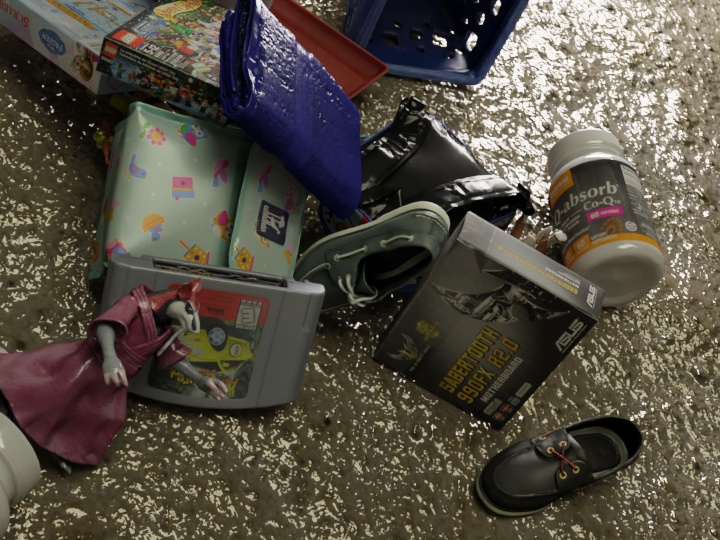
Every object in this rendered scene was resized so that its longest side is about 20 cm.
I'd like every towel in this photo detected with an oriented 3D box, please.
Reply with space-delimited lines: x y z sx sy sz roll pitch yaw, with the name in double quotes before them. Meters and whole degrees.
"towel" -0.067 -0.152 1.166 0.200 0.049 0.149 41 40 -47

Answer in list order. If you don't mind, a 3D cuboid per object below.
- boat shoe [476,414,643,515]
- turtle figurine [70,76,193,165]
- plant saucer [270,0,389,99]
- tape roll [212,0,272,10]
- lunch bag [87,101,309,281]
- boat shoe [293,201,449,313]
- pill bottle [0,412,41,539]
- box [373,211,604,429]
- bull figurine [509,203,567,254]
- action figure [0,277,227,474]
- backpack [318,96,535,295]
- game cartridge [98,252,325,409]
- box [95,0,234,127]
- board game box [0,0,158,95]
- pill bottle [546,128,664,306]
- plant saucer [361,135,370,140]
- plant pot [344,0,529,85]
"boat shoe" 0.205 0.194 1.241 0.200 0.063 0.074 -11 62 -33
"turtle figurine" -0.225 -0.178 1.308 0.200 0.065 0.161 -33 66 -33
"plant saucer" -0.097 -0.244 1.439 0.200 0.037 0.200 37 46 11
"tape roll" -0.197 -0.354 1.426 0.201 0.037 0.203 15 26 -7
"lunch bag" -0.148 -0.053 1.178 0.199 0.122 0.172 13 76 -20
"boat shoe" 0.000 0.000 1.197 0.073 0.199 0.062 46 32 -28
"pill bottle" -0.341 0.192 0.911 0.113 0.113 0.200 40 47 7
"box" 0.125 0.055 1.212 0.158 0.200 0.048 30 43 -4
"bull figurine" 0.176 0.023 1.330 0.065 0.122 0.201 18 42 -13
"action figure" -0.212 0.072 1.046 0.149 0.200 0.134 45 0 34
"backpack" 0.050 -0.067 1.307 0.200 0.155 0.190 42 40 21
"game cartridge" -0.142 0.061 1.113 0.199 0.134 0.041 8 25 -16
"box" -0.160 -0.218 1.214 0.136 0.038 0.200 24 29 1
"board game box" -0.264 -0.258 1.296 0.200 0.041 0.199 37 32 27
"pill bottle" 0.288 -0.066 1.457 0.116 0.117 0.201 9 50 -21
"plant saucer" -0.028 -0.125 1.403 0.199 0.019 0.070 -4 56 -31
"plant pot" 0.087 -0.376 1.551 0.199 0.200 0.180 5 46 -24
